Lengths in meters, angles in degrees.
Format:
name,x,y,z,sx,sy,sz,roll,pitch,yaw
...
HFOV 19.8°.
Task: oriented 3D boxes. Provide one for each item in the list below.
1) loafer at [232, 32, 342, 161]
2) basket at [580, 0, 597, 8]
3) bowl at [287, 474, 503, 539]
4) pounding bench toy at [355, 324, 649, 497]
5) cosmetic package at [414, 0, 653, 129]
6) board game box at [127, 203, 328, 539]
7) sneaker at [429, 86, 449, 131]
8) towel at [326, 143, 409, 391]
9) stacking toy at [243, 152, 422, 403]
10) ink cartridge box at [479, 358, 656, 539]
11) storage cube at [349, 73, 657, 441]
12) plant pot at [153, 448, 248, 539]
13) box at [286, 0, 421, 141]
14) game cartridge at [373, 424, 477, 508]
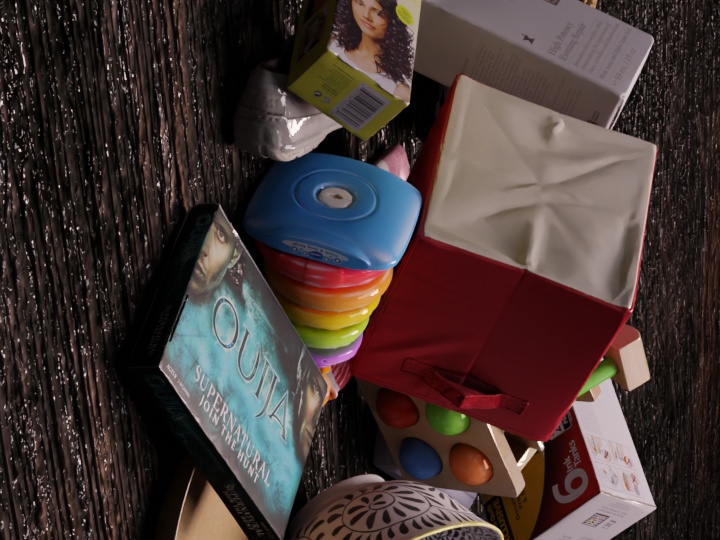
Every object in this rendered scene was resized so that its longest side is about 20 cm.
name,x,y,z,sx,sy,sz,roll,pitch,yaw
loafer,-0.027,-0.137,1.459,0.200,0.070,0.070,-44,146,-60
basket,0.164,-0.334,1.821,0.200,0.142,0.149,74,31,-49
bowl,0.002,0.221,1.590,0.200,0.094,0.201,-26,152,-15
pounding bench toy,0.122,0.100,1.702,0.156,0.199,0.125,-47,124,-36
cosmetic package,0.126,-0.183,1.666,0.102,0.199,0.074,-59,174,-48
board game box,-0.083,0.071,1.375,0.200,0.028,0.136,61,36,-44
sneaker,0.125,-0.159,1.744,0.199,0.079,0.130,-155,-112,-69
towel,0.000,0.000,1.660,0.200,0.023,0.145,-50,142,-57
stacking toy,-0.031,0.026,1.496,0.110,0.115,0.201,-66,169,-52
ink cartridge box,0.158,0.171,1.907,0.084,0.175,0.201,19,42,-40
storage cube,0.110,-0.007,1.570,0.180,0.170,0.201,116,-8,-49
plant pot,-0.101,0.188,1.434,0.200,0.027,0.201,8,90,-71
box,0.001,-0.186,1.436,0.075,0.050,0.201,32,40,-24
game cartridge,0.080,0.100,1.828,0.133,0.041,0.201,34,67,-39
